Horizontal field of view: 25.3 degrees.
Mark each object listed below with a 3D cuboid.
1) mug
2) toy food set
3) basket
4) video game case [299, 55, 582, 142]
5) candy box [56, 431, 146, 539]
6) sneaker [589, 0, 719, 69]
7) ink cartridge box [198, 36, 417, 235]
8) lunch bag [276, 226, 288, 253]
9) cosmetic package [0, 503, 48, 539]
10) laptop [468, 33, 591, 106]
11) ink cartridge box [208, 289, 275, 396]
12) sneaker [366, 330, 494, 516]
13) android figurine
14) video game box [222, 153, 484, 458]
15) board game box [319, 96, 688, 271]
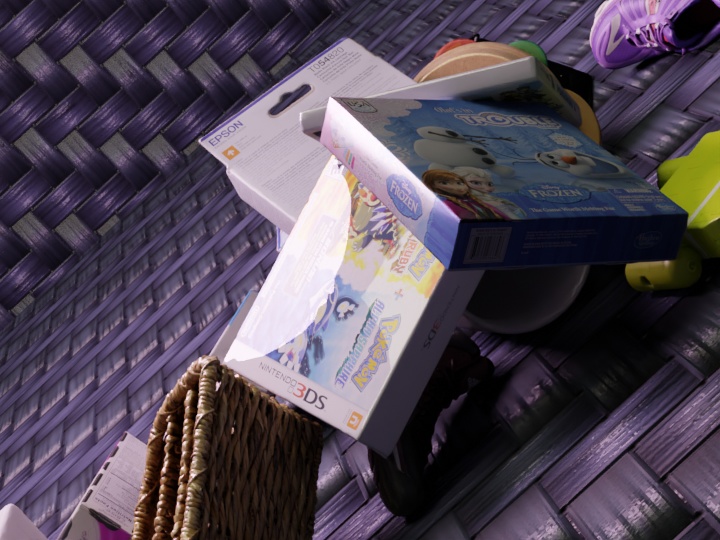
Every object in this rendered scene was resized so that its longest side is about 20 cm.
[{"bbox_3d":[0.117,-0.030,1.375,0.198,0.149,0.175,-15,6,-20],"label":"mug"},{"bbox_3d":[0.119,-0.127,1.546,0.200,0.198,0.049,-46,-20,18],"label":"toy food set"},{"bbox_3d":[-0.128,0.186,1.199,0.142,0.149,0.202,-15,56,32],"label":"basket"},{"bbox_3d":[0.072,-0.127,1.339,0.198,0.022,0.182,-11,-10,17],"label":"video game case"},{"bbox_3d":[-0.257,0.257,1.562,0.137,0.061,0.200,-58,3,14],"label":"candy box"},{"bbox_3d":[0.299,-0.246,1.582,0.199,0.081,0.084,-24,30,49],"label":"sneaker"},{"bbox_3d":[-0.017,-0.114,1.502,0.199,0.041,0.200,-37,54,-20],"label":"ink cartridge box"},{"bbox_3d":[-0.030,-0.074,1.757,0.160,0.075,0.200,-49,13,12],"label":"lunch bag"},{"bbox_3d":[-0.315,0.346,1.374,0.166,0.168,0.200,-40,16,9],"label":"cosmetic package"},{"bbox_3d":[0.130,-0.162,1.690,0.199,0.116,0.188,-34,17,22],"label":"laptop"},{"bbox_3d":[-0.126,0.133,1.575,0.115,0.067,0.201,-61,-4,-49],"label":"ink cartridge box"},{"bbox_3d":[0.057,0.103,1.278,0.114,0.076,0.201,-7,44,-7],"label":"sneaker"},{"bbox_3d":[0.273,-0.058,1.207,0.182,0.041,0.200,-49,16,-20],"label":"android figurine"},{"bbox_3d":[-0.001,0.021,1.247,0.182,0.047,0.201,23,84,45],"label":"video game box"},{"bbox_3d":[0.102,-0.068,1.170,0.199,0.198,0.044,46,130,49],"label":"board game box"}]
